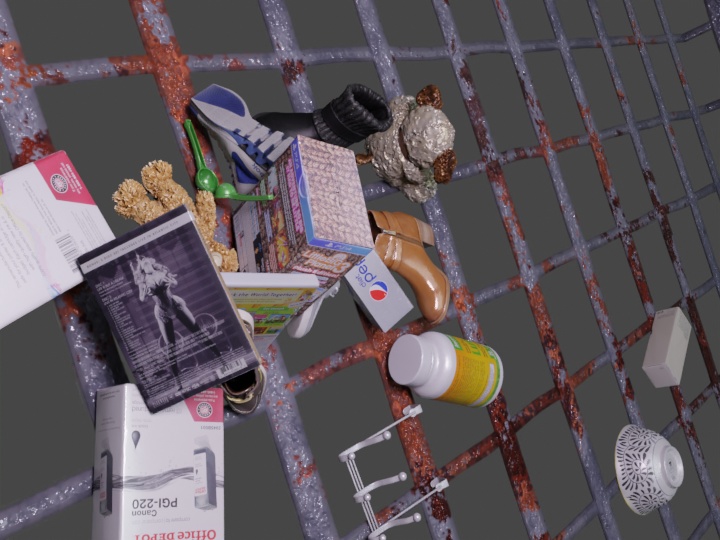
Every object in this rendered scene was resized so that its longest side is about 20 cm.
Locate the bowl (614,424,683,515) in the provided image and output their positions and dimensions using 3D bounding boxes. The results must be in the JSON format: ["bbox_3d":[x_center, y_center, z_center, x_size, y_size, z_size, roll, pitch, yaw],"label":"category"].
[{"bbox_3d":[0.668,0.448,1.790,0.198,0.093,0.205,16,66,-39],"label":"bowl"}]

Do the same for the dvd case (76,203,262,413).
[{"bbox_3d":[-0.219,0.046,0.908,0.016,0.146,0.203,-61,127,-78],"label":"dvd case"}]

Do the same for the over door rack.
[{"bbox_3d":[0.065,0.317,1.259,0.198,0.066,0.151,-23,94,-46],"label":"over door rack"}]

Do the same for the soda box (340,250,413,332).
[{"bbox_3d":[0.000,0.000,1.285,0.068,0.063,0.201,-39,107,-10],"label":"soda box"}]

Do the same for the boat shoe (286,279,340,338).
[{"bbox_3d":[-0.060,0.007,1.200,0.067,0.072,0.205,16,84,-29],"label":"boat shoe"}]

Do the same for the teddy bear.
[{"bbox_3d":[-0.246,-0.054,1.074,0.144,0.066,0.203,-26,95,-43],"label":"teddy bear"}]

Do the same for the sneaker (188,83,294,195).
[{"bbox_3d":[-0.178,-0.173,1.173,0.198,0.116,0.081,38,44,8],"label":"sneaker"}]

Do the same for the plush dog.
[{"bbox_3d":[0.091,-0.227,1.384,0.159,0.170,0.204,-11,85,-45],"label":"plush dog"}]

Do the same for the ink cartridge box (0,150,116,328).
[{"bbox_3d":[-0.397,-0.028,0.904,0.199,0.085,0.150,-37,103,-43],"label":"ink cartridge box"}]

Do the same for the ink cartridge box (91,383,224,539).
[{"bbox_3d":[-0.245,0.247,0.966,0.144,0.084,0.205,11,71,-41],"label":"ink cartridge box"}]

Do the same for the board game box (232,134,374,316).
[{"bbox_3d":[-0.087,-0.056,1.101,0.095,0.200,0.162,10,56,-35],"label":"board game box"}]

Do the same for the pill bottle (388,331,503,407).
[{"bbox_3d":[0.144,0.168,1.353,0.198,0.110,0.114,17,65,-40],"label":"pill bottle"}]

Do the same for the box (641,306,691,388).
[{"bbox_3d":[0.776,0.193,1.995,0.083,0.068,0.201,50,49,-20],"label":"box"}]

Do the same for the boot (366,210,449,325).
[{"bbox_3d":[0.073,-0.007,1.371,0.153,0.073,0.204,12,57,-43],"label":"boot"}]

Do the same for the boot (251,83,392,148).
[{"bbox_3d":[-0.065,-0.233,1.244,0.209,0.156,0.081,-10,83,-45],"label":"boot"}]

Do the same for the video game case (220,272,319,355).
[{"bbox_3d":[-0.175,0.065,1.030,0.197,0.182,0.023,2,51,-43],"label":"video game case"}]

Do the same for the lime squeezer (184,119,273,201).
[{"bbox_3d":[-0.197,-0.131,1.129,0.199,0.071,0.038,42,15,26],"label":"lime squeezer"}]

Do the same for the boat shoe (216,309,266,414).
[{"bbox_3d":[-0.160,0.135,1.028,0.070,0.202,0.060,0,48,-4],"label":"boat shoe"}]
